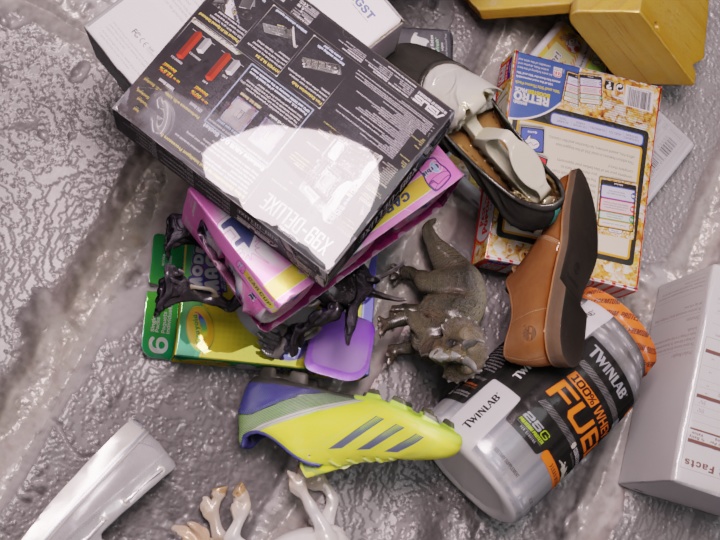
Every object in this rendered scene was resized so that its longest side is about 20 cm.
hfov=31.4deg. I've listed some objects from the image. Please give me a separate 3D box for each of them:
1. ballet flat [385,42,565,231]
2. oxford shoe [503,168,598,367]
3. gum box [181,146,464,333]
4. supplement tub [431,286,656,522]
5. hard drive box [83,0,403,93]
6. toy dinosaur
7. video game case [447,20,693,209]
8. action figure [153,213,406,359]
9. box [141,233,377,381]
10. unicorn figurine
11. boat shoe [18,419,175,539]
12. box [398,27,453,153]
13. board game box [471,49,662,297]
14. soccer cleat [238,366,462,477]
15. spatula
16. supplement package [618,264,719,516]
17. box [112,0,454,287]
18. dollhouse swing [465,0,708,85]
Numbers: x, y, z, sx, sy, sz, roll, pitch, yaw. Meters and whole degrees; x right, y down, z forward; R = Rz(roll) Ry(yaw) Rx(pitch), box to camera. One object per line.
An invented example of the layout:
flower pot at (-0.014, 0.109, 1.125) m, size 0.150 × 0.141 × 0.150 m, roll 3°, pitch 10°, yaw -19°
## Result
ballet flat at (0.101, -0.119, 1.063) m, size 0.200 × 0.068 × 0.068 m, roll 46°, pitch 72°, yaw -5°
oxford shoe at (0.161, -0.007, 1.106) m, size 0.071 × 0.071 × 0.201 m, roll 52°, pitch 44°, yaw -39°
gum box at (-0.034, -0.054, 1.000) m, size 0.200 × 0.066 × 0.114 m, roll -35°, pitch 81°, yaw -22°
supplement tub at (0.160, 0.114, 1.130) m, size 0.200 × 0.123 × 0.123 m, roll -42°, pitch 91°, yaw -17°
hard drive box at (-0.091, -0.185, 1.023) m, size 0.200 × 0.077 × 0.156 m, roll -39°, pitch 85°, yaw -9°
toy dinosaur at (0.073, 0.035, 1.139) m, size 0.102 × 0.077 × 0.200 m, roll -1°, pitch 38°, yaw 14°
video game case at (0.198, -0.111, 1.234) m, size 0.182 × 0.023 × 0.200 m, roll 42°, pitch 74°, yaw -3°
action figure at (-0.067, 0.006, 1.063) m, size 0.199 × 0.102 × 0.120 m, roll 9°, pitch 71°, yaw -14°
box at (-0.088, 0.028, 1.127) m, size 0.199 × 0.048 × 0.118 m, roll 6°, pitch 77°, yaw -11°
unicorn figurine at (-0.049, 0.236, 1.092) m, size 0.199 × 0.074 × 0.138 m, roll -16°, pitch 84°, yaw 1°
boat shoe at (-0.231, 0.217, 1.052) m, size 0.068 × 0.072 × 0.200 m, roll 41°, pitch 64°, yaw -2°
box at (-0.026, -0.150, 1.135) m, size 0.199 × 0.122 × 0.107 m, roll 1°, pitch 80°, yaw -14°
board game box at (0.193, -0.088, 1.192) m, size 0.151 × 0.046 × 0.201 m, roll 12°, pitch 78°, yaw -11°
soccer cleat at (-0.011, 0.138, 1.073) m, size 0.199 × 0.065 × 0.084 m, roll 11°, pitch 79°, yaw 22°
spatula at (0.000, 0.000, 1.121) m, size 0.056 × 0.021 × 0.201 m, roll 17°, pitch 74°, yaw -7°
supplement package at (0.329, 0.114, 1.173) m, size 0.117 × 0.117 × 0.201 m, roll 18°, pitch 77°, yaw -10°
box at (-0.055, -0.110, 0.942) m, size 0.200 × 0.050 × 0.158 m, roll 36°, pitch 76°, yaw 3°
dollhouse swing at (0.223, -0.289, 1.252) m, size 0.182 × 0.175 × 0.201 m, roll 36°, pitch 56°, yaw -45°
